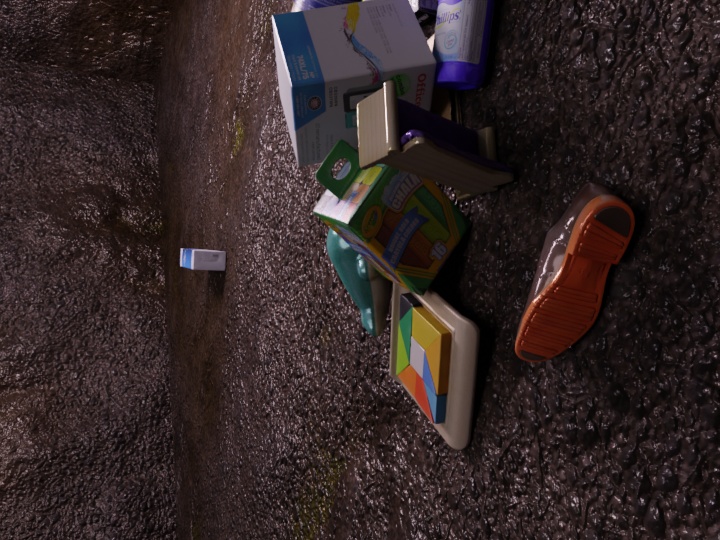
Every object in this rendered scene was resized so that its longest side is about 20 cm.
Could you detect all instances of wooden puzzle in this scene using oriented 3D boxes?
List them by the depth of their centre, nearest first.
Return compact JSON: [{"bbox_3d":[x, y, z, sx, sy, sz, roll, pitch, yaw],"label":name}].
[{"bbox_3d":[0.090,0.117,0.910,0.200,0.036,0.191,-141,47,-57],"label":"wooden puzzle"}]

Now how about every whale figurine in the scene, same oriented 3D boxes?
[{"bbox_3d":[0.000,0.000,1.042,0.159,0.100,0.207,-63,-31,-84],"label":"whale figurine"}]

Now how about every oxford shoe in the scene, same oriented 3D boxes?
[{"bbox_3d":[0.216,0.006,0.691,0.074,0.069,0.204,-95,25,-60],"label":"oxford shoe"}]

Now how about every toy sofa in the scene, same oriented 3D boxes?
[{"bbox_3d":[0.095,-0.153,0.785,0.096,0.196,0.086,-16,70,46],"label":"toy sofa"}]

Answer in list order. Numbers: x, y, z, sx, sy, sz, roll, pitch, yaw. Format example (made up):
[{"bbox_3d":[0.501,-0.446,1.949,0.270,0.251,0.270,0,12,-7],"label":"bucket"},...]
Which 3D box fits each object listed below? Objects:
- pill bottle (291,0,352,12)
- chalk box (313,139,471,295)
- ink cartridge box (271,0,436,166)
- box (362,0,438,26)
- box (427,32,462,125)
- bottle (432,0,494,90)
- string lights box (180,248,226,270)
[{"bbox_3d":[-0.069,-0.489,1.233,0.121,0.116,0.204,62,140,45],"label":"pill bottle"},{"bbox_3d":[0.028,-0.085,0.880,0.126,0.199,0.123,-53,29,-6],"label":"chalk box"},{"bbox_3d":[-0.011,-0.265,0.920,0.148,0.193,0.149,91,164,-56],"label":"ink cartridge box"},{"bbox_3d":[0.062,-0.479,1.054,0.192,0.046,0.208,176,95,-65],"label":"box"},{"bbox_3d":[0.085,-0.245,1.006,0.199,0.021,0.169,-28,63,60],"label":"box"},{"bbox_3d":[0.138,-0.346,0.864,0.083,0.063,0.207,21,106,62],"label":"bottle"},{"bbox_3d":[-0.493,-0.035,2.052,0.199,0.100,0.061,6,93,64],"label":"string lights box"}]
